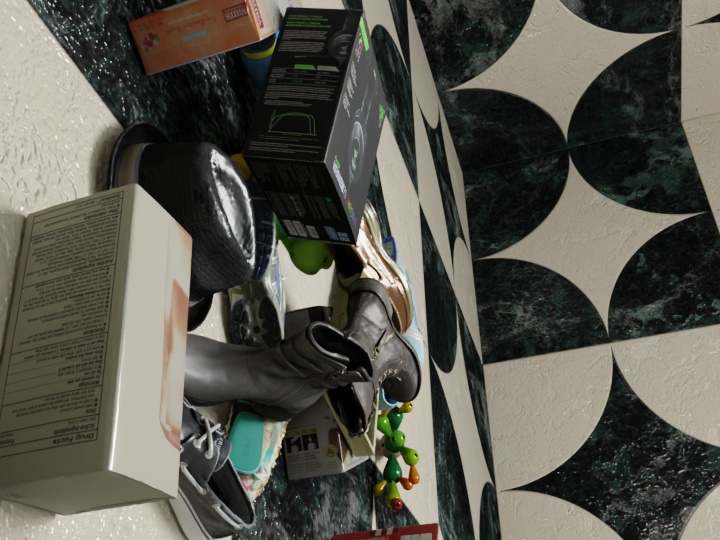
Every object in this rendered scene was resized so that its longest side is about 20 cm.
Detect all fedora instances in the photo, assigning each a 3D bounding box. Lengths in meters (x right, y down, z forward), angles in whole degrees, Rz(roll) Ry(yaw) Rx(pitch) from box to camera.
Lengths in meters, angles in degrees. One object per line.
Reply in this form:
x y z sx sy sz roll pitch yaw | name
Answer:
-0.155 -0.047 0.744 0.200 0.089 0.206 -11 90 -75 | fedora

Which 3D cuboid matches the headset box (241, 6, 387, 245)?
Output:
-0.040 -0.161 0.866 0.175 0.090 0.204 68 32 -62 | headset box

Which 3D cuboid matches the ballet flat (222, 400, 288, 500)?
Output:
-0.113 0.171 0.838 0.201 0.074 0.065 -66 174 -59 | ballet flat

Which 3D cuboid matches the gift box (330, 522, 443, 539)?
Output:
0.056 0.461 1.001 0.185 0.195 0.191 -63 141 -59 | gift box

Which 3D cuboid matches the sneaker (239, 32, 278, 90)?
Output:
-0.134 -0.336 1.118 0.079 0.064 0.204 79 10 -50 | sneaker

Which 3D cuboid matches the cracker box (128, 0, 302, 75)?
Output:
-0.149 -0.275 0.857 0.201 0.131 0.059 -71 146 -64 | cracker box

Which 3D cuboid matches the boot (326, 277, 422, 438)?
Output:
0.009 0.126 0.915 0.176 0.068 0.203 -71 142 -53 | boot

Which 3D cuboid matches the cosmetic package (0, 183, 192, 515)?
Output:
-0.183 0.056 0.550 0.087 0.101 0.204 53 31 -57 | cosmetic package

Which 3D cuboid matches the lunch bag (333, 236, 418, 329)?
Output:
0.034 0.076 1.324 0.202 0.125 0.172 -97 169 -54 | lunch bag

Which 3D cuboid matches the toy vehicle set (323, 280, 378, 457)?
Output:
-0.007 0.117 1.010 0.202 0.026 0.126 -84 157 -49 | toy vehicle set

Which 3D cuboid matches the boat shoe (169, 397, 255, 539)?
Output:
-0.146 0.156 0.683 0.072 0.066 0.204 -75 150 -60 | boat shoe

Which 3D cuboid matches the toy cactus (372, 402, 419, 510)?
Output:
0.048 0.299 1.331 0.165 0.100 0.205 96 -15 -74 | toy cactus

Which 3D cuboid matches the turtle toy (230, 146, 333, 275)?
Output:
-0.094 -0.088 0.998 0.146 0.099 0.204 -66 143 -66 | turtle toy

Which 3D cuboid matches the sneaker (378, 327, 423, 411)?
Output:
0.021 0.172 1.121 0.073 0.202 0.083 25 30 -16 | sneaker

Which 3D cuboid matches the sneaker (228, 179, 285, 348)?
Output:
-0.124 0.000 0.905 0.085 0.075 0.206 -19 105 -85 | sneaker

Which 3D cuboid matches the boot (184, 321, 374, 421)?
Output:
-0.088 0.081 0.745 0.198 0.130 0.071 20 50 -46 | boot

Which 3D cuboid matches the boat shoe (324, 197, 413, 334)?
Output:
0.000 0.000 0.991 0.074 0.075 0.203 -42 115 -36 | boat shoe

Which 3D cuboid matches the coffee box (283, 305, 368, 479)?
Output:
-0.054 0.154 1.014 0.113 0.078 0.205 14 65 -73 | coffee box
